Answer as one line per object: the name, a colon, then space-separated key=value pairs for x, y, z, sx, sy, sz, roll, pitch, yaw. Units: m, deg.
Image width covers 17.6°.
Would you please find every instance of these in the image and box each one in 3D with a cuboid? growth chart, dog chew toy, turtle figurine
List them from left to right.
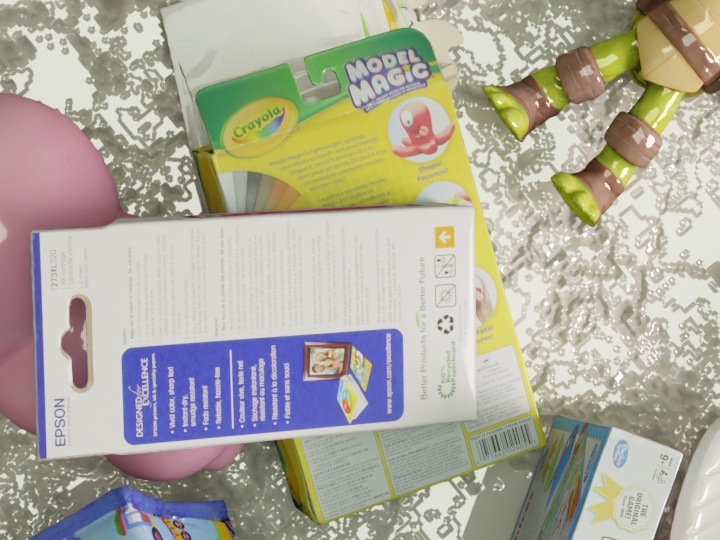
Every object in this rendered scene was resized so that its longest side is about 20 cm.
dog chew toy: x=-0.128 y=0.016 z=1.016 sx=0.200 sy=0.125 sz=0.125 roll=42 pitch=86 yaw=-16
growth chart: x=-0.021 y=-0.078 z=1.075 sx=0.144 sy=0.018 sz=0.201 roll=-8 pitch=90 yaw=-6
turtle figurine: x=0.137 y=-0.108 z=1.067 sx=0.161 sy=0.064 sz=0.200 roll=-38 pitch=101 yaw=3

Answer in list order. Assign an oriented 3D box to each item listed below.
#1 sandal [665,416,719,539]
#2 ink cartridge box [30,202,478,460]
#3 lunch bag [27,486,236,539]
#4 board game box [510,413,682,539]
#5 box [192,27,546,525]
sandal: x=0.148 y=0.163 z=1.068 sx=0.050 sy=0.082 sz=0.203 roll=8 pitch=90 yaw=38
ink cartridge box: x=-0.045 y=0.023 z=0.975 sx=0.200 sy=0.037 sz=0.095 roll=-4 pitch=96 yaw=-26
lunch bag: x=-0.138 y=0.203 z=1.005 sx=0.200 sy=0.094 sz=0.151 roll=-26 pitch=70 yaw=21
board game box: x=0.079 y=0.164 z=1.022 sx=0.034 sy=0.134 sz=0.200 roll=20 pitch=88 yaw=-5
box: x=0.000 y=0.000 z=1.041 sx=0.117 sy=0.048 sz=0.200 roll=-17 pitch=101 yaw=-14
